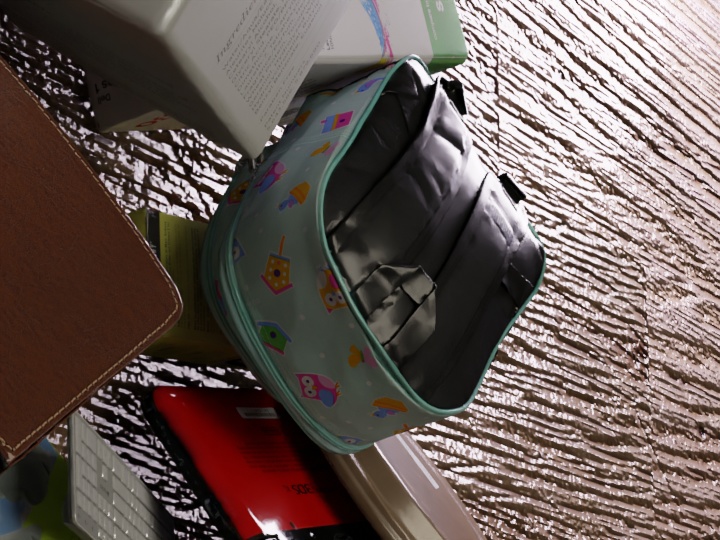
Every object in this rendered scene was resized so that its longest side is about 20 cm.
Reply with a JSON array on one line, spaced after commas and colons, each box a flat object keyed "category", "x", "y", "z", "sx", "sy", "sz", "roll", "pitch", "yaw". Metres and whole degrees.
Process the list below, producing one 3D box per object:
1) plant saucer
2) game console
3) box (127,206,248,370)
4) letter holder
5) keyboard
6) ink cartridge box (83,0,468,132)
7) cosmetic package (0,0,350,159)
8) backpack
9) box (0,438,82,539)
[{"category": "plant saucer", "x": 0.031, "y": 0.140, "z": 1.145, "sx": 0.200, "sy": 0.029, "sz": 0.200, "roll": 51, "pitch": 5, "yaw": -7}, {"category": "game console", "x": -0.067, "y": 0.169, "z": 1.077, "sx": 0.173, "sy": 0.119, "sz": 0.200, "roll": 54, "pitch": 16, "yaw": 18}, {"category": "box", "x": -0.078, "y": 0.017, "z": 1.103, "sx": 0.199, "sy": 0.050, "sz": 0.076, "roll": 11, "pitch": 71, "yaw": -54}, {"category": "letter holder", "x": -0.190, "y": -0.012, "z": 0.774, "sx": 0.200, "sy": 0.100, "sz": 0.142, "roll": 51, "pitch": 40, "yaw": -3}, {"category": "keyboard", "x": -0.121, "y": 0.129, "z": 0.961, "sx": 0.200, "sy": 0.011, "sz": 0.057, "roll": 69, "pitch": 20, "yaw": -66}, {"category": "ink cartridge box", "x": -0.052, "y": -0.142, "z": 1.102, "sx": 0.199, "sy": 0.144, "sz": 0.085, "roll": -9, "pitch": 84, "yaw": -56}, {"category": "cosmetic package", "x": -0.095, "y": -0.184, "z": 0.889, "sx": 0.166, "sy": 0.164, "sz": 0.200, "roll": -59, "pitch": 167, "yaw": -6}, {"category": "backpack", "x": 0.000, "y": 0.000, "z": 1.039, "sx": 0.177, "sy": 0.152, "sz": 0.201, "roll": 58, "pitch": 28, "yaw": -21}, {"category": "box", "x": -0.206, "y": 0.104, "z": 0.890, "sx": 0.201, "sy": 0.047, "sz": 0.122, "roll": 56, "pitch": 38, "yaw": -30}]
